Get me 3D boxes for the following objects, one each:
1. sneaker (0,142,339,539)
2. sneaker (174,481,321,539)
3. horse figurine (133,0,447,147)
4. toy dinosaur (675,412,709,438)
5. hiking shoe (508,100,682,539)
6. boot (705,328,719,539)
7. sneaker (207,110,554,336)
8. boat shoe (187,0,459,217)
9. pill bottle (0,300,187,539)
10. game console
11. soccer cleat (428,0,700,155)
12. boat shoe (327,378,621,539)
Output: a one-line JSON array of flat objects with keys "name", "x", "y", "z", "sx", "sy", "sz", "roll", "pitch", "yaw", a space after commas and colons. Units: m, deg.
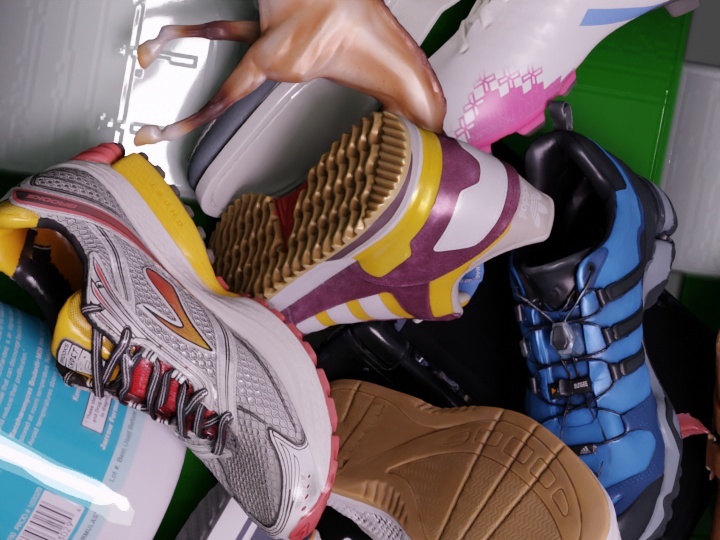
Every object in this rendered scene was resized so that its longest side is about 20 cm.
[{"name": "sneaker", "x": -0.085, "y": 0.038, "z": 1.172, "sx": 0.082, "sy": 0.200, "sz": 0.078, "roll": -22, "pitch": 149, "yaw": -39}, {"name": "sneaker", "x": -0.072, "y": 0.181, "z": 1.225, "sx": 0.079, "sy": 0.078, "sz": 0.200, "roll": 41, "pitch": 60, "yaw": -11}, {"name": "horse figurine", "x": -0.041, "y": -0.136, "z": 1.200, "sx": 0.132, "sy": 0.050, "sz": 0.200, "roll": -9, "pitch": 85, "yaw": 19}, {"name": "toy dinosaur", "x": 0.078, "y": 0.183, "z": 1.212, "sx": 0.105, "sy": 0.182, "sz": 0.200, "roll": 11, "pitch": 122, "yaw": 1}, {"name": "hiking shoe", "x": 0.089, "y": 0.033, "z": 1.223, "sx": 0.074, "sy": 0.200, "sz": 0.087, "roll": -16, "pitch": 144, "yaw": 27}, {"name": "boot", "x": 0.181, "y": 0.107, "z": 1.266, "sx": 0.200, "sy": 0.077, "sz": 0.155, "roll": -49, "pitch": 141, "yaw": -45}, {"name": "sneaker", "x": 0.000, "y": 0.000, "z": 1.209, "sx": 0.090, "sy": 0.200, "sz": 0.075, "roll": 21, "pitch": 65, "yaw": -23}, {"name": "boat shoe", "x": -0.013, "y": -0.111, "z": 1.258, "sx": 0.062, "sy": 0.073, "sz": 0.200, "roll": 43, "pitch": 96, "yaw": 26}, {"name": "pill bottle", "x": -0.181, "y": 0.060, "z": 1.208, "sx": 0.200, "sy": 0.111, "sz": 0.111, "roll": 27, "pitch": 92, "yaw": -18}, {"name": "game console", "x": 0.059, "y": 0.072, "z": 1.321, "sx": 0.200, "sy": 0.116, "sz": 0.176, "roll": 41, "pitch": 118, "yaw": -17}, {"name": "soccer cleat", "x": 0.083, "y": -0.128, "z": 1.262, "sx": 0.200, "sy": 0.070, "sz": 0.086, "roll": -36, "pitch": 123, "yaw": -14}, {"name": "boat shoe", "x": 0.047, "y": 0.099, "z": 1.187, "sx": 0.071, "sy": 0.200, "sz": 0.069, "roll": -51, "pitch": 125, "yaw": -12}]
